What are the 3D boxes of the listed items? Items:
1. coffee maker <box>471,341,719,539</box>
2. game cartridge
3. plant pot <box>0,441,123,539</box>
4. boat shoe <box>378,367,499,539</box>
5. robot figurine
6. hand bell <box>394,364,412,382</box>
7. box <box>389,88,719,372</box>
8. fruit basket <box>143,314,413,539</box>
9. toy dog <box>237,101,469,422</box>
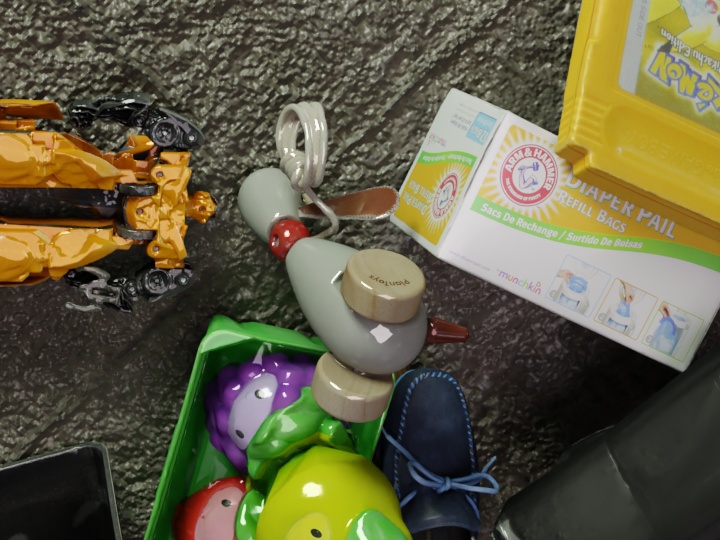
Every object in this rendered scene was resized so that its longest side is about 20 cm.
[{"bbox_3d":[0.197,0.152,1.089,0.200,0.192,0.135,-40,82,21],"label":"coffee maker"},{"bbox_3d":[0.217,-0.126,1.098,0.175,0.032,0.202,21,65,-19],"label":"game cartridge"},{"bbox_3d":[-0.235,0.263,1.122,0.198,0.200,0.179,-14,123,-8],"label":"plant pot"},{"bbox_3d":[0.057,0.164,1.125,0.083,0.069,0.202,-5,86,-13],"label":"boat shoe"},{"bbox_3d":[-0.190,-0.047,1.082,0.198,0.058,0.146,2,110,-13],"label":"robot figurine"},{"bbox_3d":[0.027,0.119,1.189,0.103,0.104,0.202,-12,100,-8],"label":"hand bell"},{"bbox_3d":[0.136,-0.028,1.128,0.199,0.112,0.102,24,96,-19],"label":"box"},{"bbox_3d":[-0.052,0.146,1.107,0.154,0.216,0.217,12,107,-16],"label":"fruit basket"},{"bbox_3d":[0.000,0.000,1.069,0.096,0.201,0.132,2,145,-31],"label":"toy dog"}]
